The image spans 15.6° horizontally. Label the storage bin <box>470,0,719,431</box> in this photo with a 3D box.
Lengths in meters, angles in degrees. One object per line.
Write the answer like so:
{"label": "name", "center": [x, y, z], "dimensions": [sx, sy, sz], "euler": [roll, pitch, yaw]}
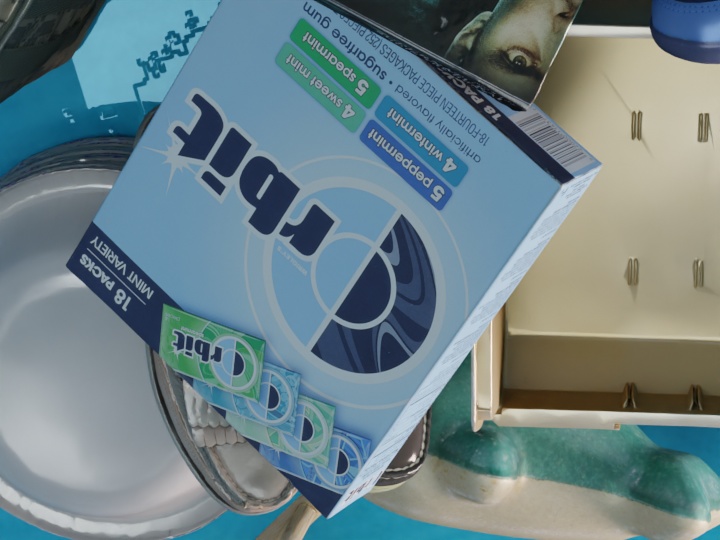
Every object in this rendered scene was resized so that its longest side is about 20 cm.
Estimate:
{"label": "storage bin", "center": [0.150, -0.020, 1.160], "dimensions": [0.198, 0.094, 0.200], "euler": [2, 108, 6]}

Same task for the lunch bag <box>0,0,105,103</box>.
{"label": "lunch bag", "center": [-0.152, -0.181, 1.215], "dimensions": [0.117, 0.164, 0.201], "euler": [35, 110, 0]}

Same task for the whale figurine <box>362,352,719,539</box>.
{"label": "whale figurine", "center": [0.084, 0.076, 1.284], "dimensions": [0.199, 0.159, 0.105], "euler": [13, 95, 20]}

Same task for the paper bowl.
{"label": "paper bowl", "center": [-0.126, 0.041, 1.321], "dimensions": [0.199, 0.104, 0.202], "euler": [3, 109, 7]}

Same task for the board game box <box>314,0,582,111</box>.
{"label": "board game box", "center": [0.009, -0.167, 1.033], "dimensions": [0.199, 0.028, 0.136], "euler": [26, 88, -16]}

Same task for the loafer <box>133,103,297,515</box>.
{"label": "loafer", "center": [-0.065, 0.016, 1.229], "dimensions": [0.071, 0.063, 0.202], "euler": [-12, 90, -16]}

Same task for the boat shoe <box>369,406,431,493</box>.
{"label": "boat shoe", "center": [0.001, -0.001, 1.202], "dimensions": [0.071, 0.066, 0.203], "euler": [-4, 83, -28]}

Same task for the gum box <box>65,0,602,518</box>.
{"label": "gum box", "center": [-0.017, -0.023, 1.135], "dimensions": [0.170, 0.044, 0.201], "euler": [42, 121, 14]}

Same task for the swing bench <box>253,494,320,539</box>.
{"label": "swing bench", "center": [-0.019, 0.245, 1.337], "dimensions": [0.199, 0.130, 0.200], "euler": [42, 127, -8]}

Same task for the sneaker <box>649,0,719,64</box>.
{"label": "sneaker", "center": [0.187, -0.163, 1.075], "dimensions": [0.200, 0.074, 0.083], "euler": [-43, 133, -18]}

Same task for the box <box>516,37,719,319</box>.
{"label": "box", "center": [0.128, -0.068, 1.251], "dimensions": [0.198, 0.104, 0.149], "euler": [9, 110, 4]}
